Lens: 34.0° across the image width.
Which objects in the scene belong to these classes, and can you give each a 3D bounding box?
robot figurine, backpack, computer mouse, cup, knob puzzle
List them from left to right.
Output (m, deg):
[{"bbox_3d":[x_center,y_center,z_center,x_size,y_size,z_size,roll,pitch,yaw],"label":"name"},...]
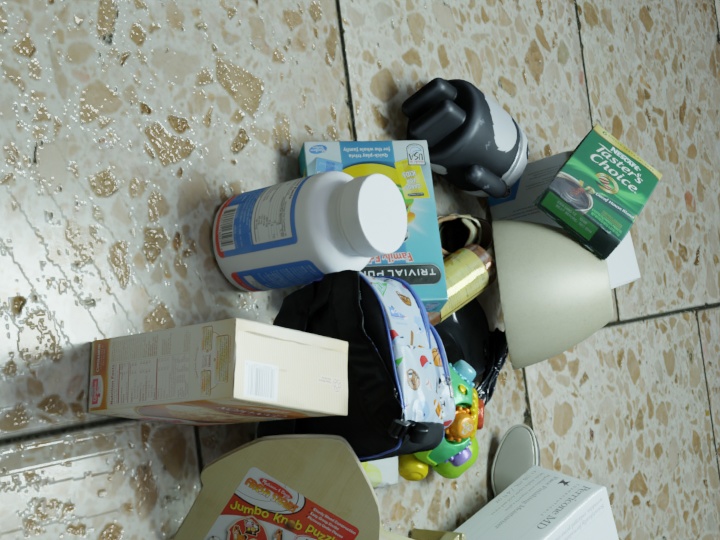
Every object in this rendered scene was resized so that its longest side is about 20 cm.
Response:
[{"bbox_3d":[-0.067,0.238,1.153,0.030,0.218,0.221,-76,145,-71],"label":"knob puzzle"},{"bbox_3d":[0.001,0.098,1.200,0.154,0.199,0.192,0,77,-55],"label":"backpack"},{"bbox_3d":[0.143,-0.179,1.580,0.199,0.124,0.151,30,73,-44],"label":"robot figurine"},{"bbox_3d":[0.150,0.083,1.593,0.200,0.052,0.139,51,47,-33],"label":"computer mouse"},{"bbox_3d":[0.258,0.024,1.566,0.200,0.142,0.202,-8,90,-81],"label":"cup"}]

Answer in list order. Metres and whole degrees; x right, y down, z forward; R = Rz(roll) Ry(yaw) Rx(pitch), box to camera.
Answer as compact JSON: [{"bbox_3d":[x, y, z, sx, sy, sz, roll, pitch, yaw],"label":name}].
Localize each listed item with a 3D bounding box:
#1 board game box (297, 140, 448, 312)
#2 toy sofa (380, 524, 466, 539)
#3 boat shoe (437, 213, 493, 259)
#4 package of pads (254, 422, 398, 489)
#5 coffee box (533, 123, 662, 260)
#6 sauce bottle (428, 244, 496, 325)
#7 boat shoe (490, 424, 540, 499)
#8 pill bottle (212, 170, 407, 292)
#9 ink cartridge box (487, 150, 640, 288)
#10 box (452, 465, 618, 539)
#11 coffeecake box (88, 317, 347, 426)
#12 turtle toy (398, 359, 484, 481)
[{"bbox_3d":[0.013,-0.051,1.361,0.150,0.047,0.202,-3,70,-12],"label":"board game box"},{"bbox_3d":[0.034,0.335,1.373,0.199,0.082,0.098,28,65,-45],"label":"toy sofa"},{"bbox_3d":[0.126,-0.040,1.571,0.199,0.073,0.076,-10,90,-52],"label":"boat shoe"},{"bbox_3d":[-0.034,0.170,1.332,0.199,0.068,0.156,14,72,-49],"label":"package of pads"},{"bbox_3d":[0.320,-0.109,1.572,0.123,0.044,0.200,39,42,5],"label":"coffee box"},{"bbox_3d":[0.084,0.038,1.476,0.199,0.066,0.066,-32,108,-30],"label":"sauce bottle"},{"bbox_3d":[0.217,0.315,1.630,0.057,0.066,0.202,27,66,-67],"label":"boat shoe"},{"bbox_3d":[-0.052,-0.043,1.246,0.112,0.199,0.113,13,73,-50],"label":"pill bottle"},{"bbox_3d":[0.294,-0.061,1.717,0.146,0.146,0.202,-11,87,-52],"label":"ink cartridge box"},{"bbox_3d":[0.227,0.392,1.500,0.198,0.130,0.201,-31,114,-33],"label":"box"},{"bbox_3d":[-0.135,0.101,1.113,0.153,0.199,0.074,16,70,-48],"label":"coffeecake box"},{"bbox_3d":[0.100,0.186,1.446,0.201,0.100,0.147,89,6,-52],"label":"turtle toy"}]
